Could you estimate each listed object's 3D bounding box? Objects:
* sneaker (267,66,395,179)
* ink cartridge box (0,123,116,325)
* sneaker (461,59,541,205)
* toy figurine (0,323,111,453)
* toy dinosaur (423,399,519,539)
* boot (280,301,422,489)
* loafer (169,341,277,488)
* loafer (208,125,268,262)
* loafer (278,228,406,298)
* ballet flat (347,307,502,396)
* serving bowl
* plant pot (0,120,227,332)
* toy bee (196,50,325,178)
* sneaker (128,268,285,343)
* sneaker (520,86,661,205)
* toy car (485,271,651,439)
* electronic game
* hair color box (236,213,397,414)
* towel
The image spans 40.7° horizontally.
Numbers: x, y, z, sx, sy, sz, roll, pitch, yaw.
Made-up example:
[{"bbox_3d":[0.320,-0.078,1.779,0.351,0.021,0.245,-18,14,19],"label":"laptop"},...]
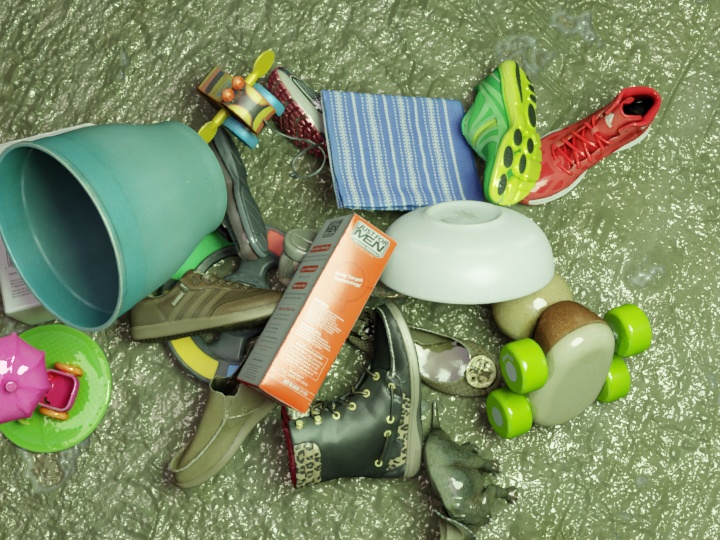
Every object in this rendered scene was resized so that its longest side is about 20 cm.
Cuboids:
[{"bbox_3d":[-0.033,-0.172,1.171,0.200,0.081,0.075,43,67,1],"label":"sneaker"},{"bbox_3d":[-0.353,-0.054,1.150,0.143,0.084,0.203,-13,78,-1],"label":"ink cartridge box"},{"bbox_3d":[0.164,-0.154,1.144,0.083,0.074,0.202,-24,45,39],"label":"sneaker"},{"bbox_3d":[-0.396,0.113,1.066,0.197,0.184,0.152,16,79,6],"label":"toy figurine"},{"bbox_3d":[0.107,0.225,1.054,0.077,0.101,0.203,-33,56,39],"label":"toy dinosaur"},{"bbox_3d":[-0.012,0.142,1.064,0.148,0.073,0.203,-8,105,-13],"label":"boot"},{"bbox_3d":[-0.150,0.156,1.085,0.067,0.076,0.200,41,92,-18],"label":"loafer"},{"bbox_3d":[-0.159,-0.082,1.141,0.062,0.072,0.202,-26,54,7],"label":"loafer"},{"bbox_3d":[0.000,0.000,1.131,0.197,0.063,0.072,11,33,-16],"label":"loafer"},{"bbox_3d":[0.071,0.092,1.121,0.198,0.046,0.068,23,81,7],"label":"ballet flat"},{"bbox_3d":[0.112,-0.032,1.056,0.197,0.201,0.067,-2,112,2],"label":"serving bowl"},{"bbox_3d":[-0.251,-0.068,1.027,0.200,0.201,0.187,45,45,10],"label":"plant pot"},{"bbox_3d":[-0.128,-0.195,1.099,0.198,0.109,0.132,12,71,33],"label":"toy bee"},{"bbox_3d":[-0.170,0.031,1.091,0.197,0.070,0.077,-9,81,7],"label":"sneaker"},{"bbox_3d":[0.261,-0.157,1.130,0.199,0.116,0.079,-36,79,-5],"label":"sneaker"},{"bbox_3d":[0.194,0.058,1.092,0.162,0.159,0.201,-15,50,-20],"label":"toy car"},{"bbox_3d":[-0.139,0.041,1.143,0.197,0.042,0.203,-1,78,3],"label":"electronic game"},{"bbox_3d":[-0.047,0.043,1.015,0.061,0.101,0.202,32,79,-17],"label":"hair color box"},{"bbox_3d":[0.052,-0.140,1.136,0.198,0.024,0.147,-2,75,-30],"label":"towel"}]
